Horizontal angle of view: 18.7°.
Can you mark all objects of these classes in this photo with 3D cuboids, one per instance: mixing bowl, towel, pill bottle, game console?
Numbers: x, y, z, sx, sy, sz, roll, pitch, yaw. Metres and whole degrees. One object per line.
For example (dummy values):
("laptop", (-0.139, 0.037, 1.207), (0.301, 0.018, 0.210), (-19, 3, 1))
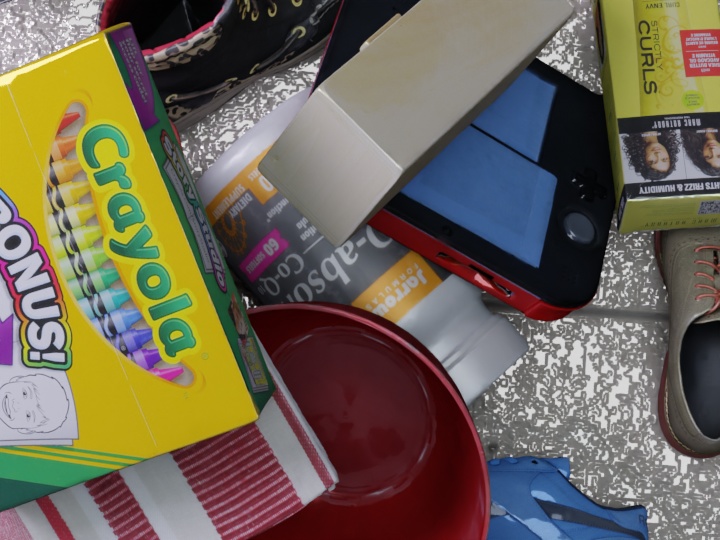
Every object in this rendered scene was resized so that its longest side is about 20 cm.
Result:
("mixing bowl", (-0.020, 0.097, 1.188), (0.198, 0.108, 0.202), (3, 109, 10))
("towel", (-0.126, 0.095, 1.140), (0.199, 0.023, 0.145), (-29, 99, 15))
("pill bottle", (0.000, 0.000, 1.278), (0.116, 0.116, 0.200), (-41, 86, -4))
("game console", (0.062, -0.077, 1.266), (0.199, 0.031, 0.178), (30, 52, -14))

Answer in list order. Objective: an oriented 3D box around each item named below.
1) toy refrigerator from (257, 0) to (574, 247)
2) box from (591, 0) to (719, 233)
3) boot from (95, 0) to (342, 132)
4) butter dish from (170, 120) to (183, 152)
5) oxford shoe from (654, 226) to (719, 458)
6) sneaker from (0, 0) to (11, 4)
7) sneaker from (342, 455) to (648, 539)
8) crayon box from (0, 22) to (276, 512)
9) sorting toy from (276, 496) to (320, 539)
("toy refrigerator", (0.031, -0.103, 1.196), (0.070, 0.076, 0.200), (44, 46, 2))
("box", (0.179, -0.124, 1.297), (0.074, 0.050, 0.202), (-3, 67, -1))
("boot", (-0.070, -0.163, 1.271), (0.199, 0.151, 0.073), (-34, 80, -3))
("butter dish", (-0.189, -0.011, 1.185), (0.197, 0.148, 0.202), (-3, 72, -6))
("oxford shoe", (0.215, 0.010, 1.301), (0.070, 0.075, 0.202), (-1, 85, -1))
("sneaker", (-0.248, -0.240, 1.286), (0.103, 0.060, 0.201), (-7, 59, 16))
("sneaker", (0.075, 0.139, 1.297), (0.198, 0.066, 0.079), (20, 73, 0))
("crayon box", (-0.158, 0.003, 1.081), (0.171, 0.058, 0.202), (-20, 98, 14))
("sorting toy", (-0.123, 0.188, 1.282), (0.198, 0.070, 0.201), (0, 85, -2))
